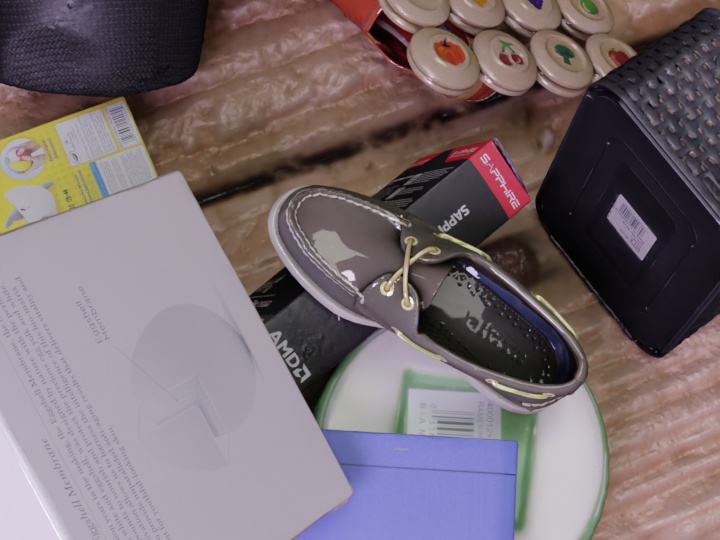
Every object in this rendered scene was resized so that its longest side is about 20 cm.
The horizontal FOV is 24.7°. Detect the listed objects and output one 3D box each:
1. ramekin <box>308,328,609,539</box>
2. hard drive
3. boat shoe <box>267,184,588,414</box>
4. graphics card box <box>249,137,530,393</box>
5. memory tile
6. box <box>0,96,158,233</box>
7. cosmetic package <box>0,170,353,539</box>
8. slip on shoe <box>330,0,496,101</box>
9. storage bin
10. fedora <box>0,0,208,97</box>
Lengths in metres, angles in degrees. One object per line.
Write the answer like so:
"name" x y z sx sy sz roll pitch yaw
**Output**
"ramekin" 0.055 0.120 0.994 0.197 0.098 0.202 2 69 -5
"hard drive" 0.017 0.191 0.902 0.130 0.025 0.203 3 79 2
"boat shoe" 0.040 0.011 0.928 0.201 0.060 0.073 33 74 -7
"graphics card box" 0.000 0.000 1.018 0.199 0.125 0.051 -38 101 -19
"memory tile" 0.095 -0.179 1.104 0.198 0.017 0.154 -3 57 -35
"box" -0.222 -0.021 1.050 0.198 0.048 0.118 -20 73 -15
"cosmetic package" -0.139 0.082 0.823 0.200 0.122 0.201 -26 87 -57
"slip on shoe" 0.017 -0.188 1.118 0.200 0.074 0.061 43 26 8
"storage bin" 0.197 -0.048 1.018 0.093 0.200 0.136 -33 75 -16
"fedora" -0.171 -0.160 1.066 0.198 0.201 0.093 -2 99 -6
